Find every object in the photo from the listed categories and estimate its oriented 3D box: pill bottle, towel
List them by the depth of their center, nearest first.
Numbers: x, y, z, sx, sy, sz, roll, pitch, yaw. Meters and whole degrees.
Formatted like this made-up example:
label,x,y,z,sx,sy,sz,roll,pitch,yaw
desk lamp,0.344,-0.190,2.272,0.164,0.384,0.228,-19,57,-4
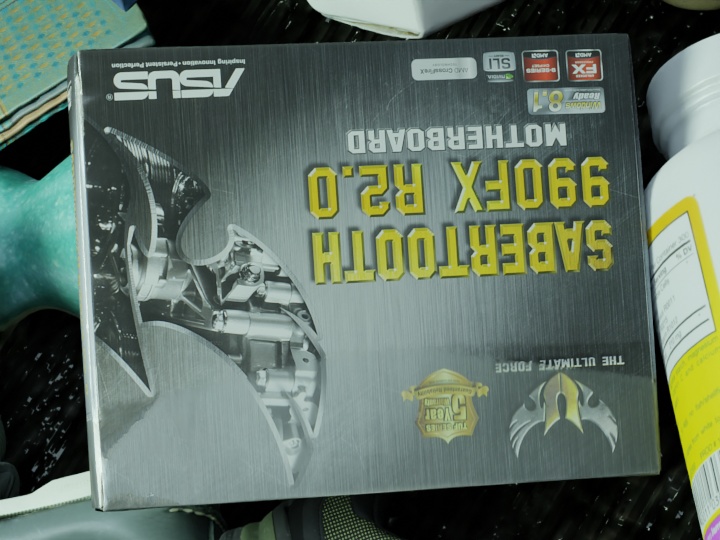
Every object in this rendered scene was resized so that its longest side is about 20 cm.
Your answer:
label,x,y,z,sx,sy,sz,roll,pitch,yaw
pill bottle,0.156,0.016,0.846,0.104,0.104,0.200,-14,63,9
towel,-0.186,-0.078,1.011,0.200,0.022,0.147,-31,39,2

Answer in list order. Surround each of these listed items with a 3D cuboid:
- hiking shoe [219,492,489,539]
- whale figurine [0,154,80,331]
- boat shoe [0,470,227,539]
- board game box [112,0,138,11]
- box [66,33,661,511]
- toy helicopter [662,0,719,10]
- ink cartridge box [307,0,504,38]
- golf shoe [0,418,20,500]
label,x,y,z,sx,sy,sz,roll,pitch,yaw
hiking shoe,0.032,0.144,0.838,0.101,0.076,0.200,-38,61,0
whale figurine,-0.077,-0.022,0.930,0.199,0.104,0.160,-3,65,17
boat shoe,-0.144,0.128,0.898,0.200,0.073,0.062,-17,58,2
board game box,-0.069,-0.214,0.915,0.135,0.035,0.200,42,78,11
box,0.000,0.000,0.844,0.199,0.048,0.159,-2,85,-11
toy helicopter,0.207,-0.123,0.909,0.199,0.079,0.132,3,46,6
ink cartridge box,0.064,-0.188,0.882,0.200,0.147,0.083,-27,24,-22
golf shoe,-0.234,0.091,0.947,0.200,0.078,0.095,-20,51,-2
